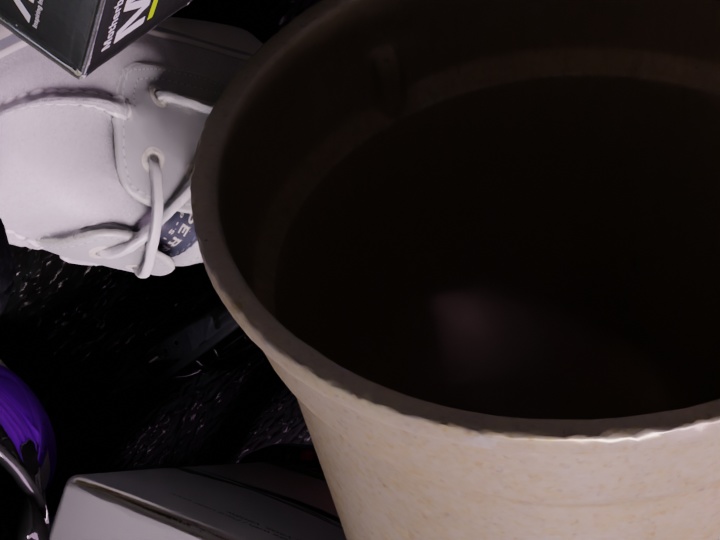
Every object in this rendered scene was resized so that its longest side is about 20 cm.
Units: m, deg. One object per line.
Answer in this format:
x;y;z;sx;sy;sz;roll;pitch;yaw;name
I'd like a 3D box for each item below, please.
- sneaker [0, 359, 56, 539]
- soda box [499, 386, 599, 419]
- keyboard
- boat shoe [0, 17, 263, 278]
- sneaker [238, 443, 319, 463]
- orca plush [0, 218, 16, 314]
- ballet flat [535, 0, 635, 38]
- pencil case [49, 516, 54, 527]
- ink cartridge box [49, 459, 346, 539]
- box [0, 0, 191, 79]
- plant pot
-0.122;0.063;0.760;0.070;0.100;0.200;-44;160;-1;sneaker
0.034;0.032;0.960;0.070;0.063;0.200;-46;-175;1;soda box
0.000;0.000;0.914;0.104;0.040;0.200;-30;-178;37;keyboard
-0.064;-0.029;0.747;0.072;0.069;0.200;-51;160;14;boat shoe
0.040;0.111;1.029;0.096;0.200;0.079;-9;107;-53;sneaker
-0.155;0.011;0.596;0.200;0.071;0.105;10;100;-43;orca plush
0.079;-0.065;0.878;0.068;0.068;0.200;-9;152;-1;ballet flat
-0.100;0.124;0.958;0.088;0.088;0.200;-51;162;13;pencil case
-0.041;0.142;0.873;0.200;0.083;0.147;9;100;-71;ink cartridge box
-0.001;-0.164;0.615;0.193;0.048;0.200;-39;160;-39;box
0.062;0.037;0.755;0.200;0.200;0.184;-35;140;-28;plant pot
